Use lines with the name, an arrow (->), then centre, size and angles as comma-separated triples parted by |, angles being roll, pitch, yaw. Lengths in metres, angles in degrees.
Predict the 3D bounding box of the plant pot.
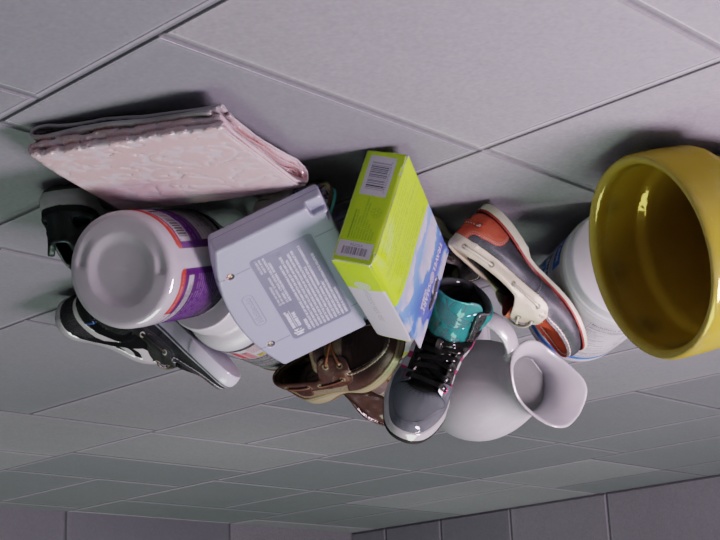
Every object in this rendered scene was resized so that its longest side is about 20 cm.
plant pot -> 0.353, -0.031, 1.424 | 0.188, 0.202, 0.201 | -13, 169, -23

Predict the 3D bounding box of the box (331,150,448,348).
box -> 0.034, -0.017, 1.448 | 0.047, 0.122, 0.200 | 10, 157, 20

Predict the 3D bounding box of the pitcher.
pitcher -> 0.147, 0.120, 1.740 | 0.172, 0.121, 0.200 | 52, 150, -13

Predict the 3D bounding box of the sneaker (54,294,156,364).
sneaker -> -0.266, 0.067, 1.821 | 0.199, 0.073, 0.112 | 12, 160, -36

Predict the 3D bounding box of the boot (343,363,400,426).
boot -> 0.041, 0.150, 1.810 | 0.186, 0.064, 0.200 | 28, 167, -19

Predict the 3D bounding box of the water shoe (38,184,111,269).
water shoe -> -0.278, -0.023, 1.510 | 0.071, 0.079, 0.200 | -7, 163, 13

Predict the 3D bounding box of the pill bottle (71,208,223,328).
pill bottle -> -0.191, -0.005, 1.450 | 0.111, 0.112, 0.200 | -8, 180, 18

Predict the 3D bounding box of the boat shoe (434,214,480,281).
boat shoe -> 0.087, -0.009, 1.637 | 0.071, 0.066, 0.201 | -10, 162, 21

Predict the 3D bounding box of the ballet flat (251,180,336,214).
ballet flat -> -0.085, -0.043, 1.503 | 0.072, 0.072, 0.200 | 3, 161, -18

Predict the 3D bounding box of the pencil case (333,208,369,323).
pencil case -> 0.000, 0.000, 1.612 | 0.083, 0.091, 0.200 | -30, 166, -6

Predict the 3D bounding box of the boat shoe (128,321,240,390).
boat shoe -> -0.223, 0.081, 1.705 | 0.200, 0.057, 0.069 | 38, -174, 20

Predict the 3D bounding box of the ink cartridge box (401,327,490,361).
ink cartridge box -> 0.070, 0.063, 1.844 | 0.145, 0.084, 0.200 | -8, 162, 17

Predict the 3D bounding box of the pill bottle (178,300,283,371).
pill bottle -> -0.130, 0.044, 1.694 | 0.115, 0.116, 0.200 | -10, 162, 23

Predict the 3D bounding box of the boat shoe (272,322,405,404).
boat shoe -> -0.028, 0.100, 1.666 | 0.072, 0.072, 0.200 | 18, 153, -33

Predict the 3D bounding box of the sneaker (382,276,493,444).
sneaker -> 0.085, 0.080, 1.557 | 0.083, 0.200, 0.121 | 19, 136, 8

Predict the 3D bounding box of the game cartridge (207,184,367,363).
game cartridge -> -0.070, 0.009, 1.442 | 0.133, 0.041, 0.200 | -28, 140, -2

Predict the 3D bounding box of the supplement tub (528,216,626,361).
supplement tub -> 0.267, 0.018, 1.643 | 0.131, 0.133, 0.200 | 0, 162, -9

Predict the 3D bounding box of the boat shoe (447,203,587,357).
boat shoe -> 0.169, 0.022, 1.569 | 0.200, 0.063, 0.071 | 52, 161, -19

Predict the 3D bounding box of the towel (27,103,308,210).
towel -> -0.173, -0.101, 1.345 | 0.199, 0.032, 0.191 | -5, 164, 19
